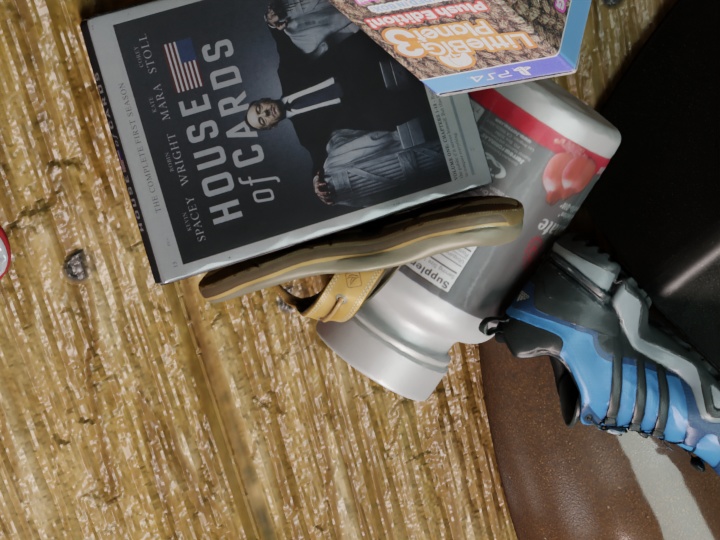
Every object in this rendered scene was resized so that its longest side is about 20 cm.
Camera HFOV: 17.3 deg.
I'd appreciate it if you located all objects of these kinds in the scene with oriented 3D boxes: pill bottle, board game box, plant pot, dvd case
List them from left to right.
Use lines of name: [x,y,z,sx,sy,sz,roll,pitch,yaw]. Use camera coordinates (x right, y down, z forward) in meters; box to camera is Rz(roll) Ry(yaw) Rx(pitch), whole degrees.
dvd case: [-0.039,-0.092,1.302,0.199,0.025,0.151,-18,94,-17]
board game box: [0.037,-0.214,1.238,0.200,0.096,0.160,37,58,-41]
pill bottle: [0.058,-0.027,1.406,0.110,0.111,0.201,24,103,-40]
plant pot: [0.156,0.091,1.513,0.186,0.187,0.201,-33,115,-11]
plant pot: [0.250,-0.045,1.476,0.177,0.200,0.200,-40,132,11]

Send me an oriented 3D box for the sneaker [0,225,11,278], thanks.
sneaker: [-0.272,-0.028,1.193,0.199,0.112,0.072,3,116,-34]

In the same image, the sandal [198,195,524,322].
sandal: [0.000,0.000,1.336,0.199,0.080,0.054,-10,103,17]

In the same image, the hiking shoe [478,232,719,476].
hiking shoe: [0.160,0.069,1.406,0.087,0.074,0.200,-44,107,1]
